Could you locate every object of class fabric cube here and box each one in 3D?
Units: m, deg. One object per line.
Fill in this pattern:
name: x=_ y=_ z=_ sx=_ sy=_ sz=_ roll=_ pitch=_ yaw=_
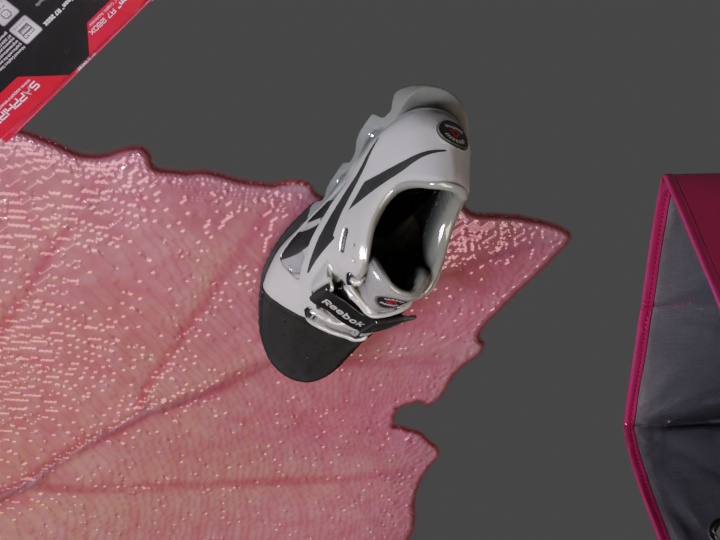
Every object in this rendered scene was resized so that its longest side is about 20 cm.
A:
fabric cube: x=0.274 y=0.075 z=1.125 sx=0.197 sy=0.197 sz=0.202 roll=-3 pitch=127 yaw=-8

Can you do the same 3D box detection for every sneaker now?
sneaker: x=0.000 y=0.000 z=1.097 sx=0.073 sy=0.089 sz=0.201 roll=15 pitch=125 yaw=-21

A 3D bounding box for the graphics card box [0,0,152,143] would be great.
graphics card box: x=-0.207 y=-0.166 z=0.960 sx=0.125 sy=0.051 sz=0.199 roll=-40 pitch=124 yaw=22
